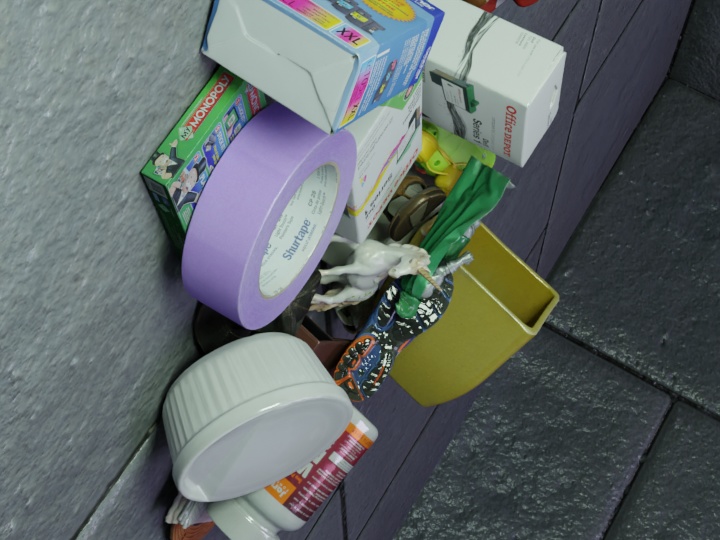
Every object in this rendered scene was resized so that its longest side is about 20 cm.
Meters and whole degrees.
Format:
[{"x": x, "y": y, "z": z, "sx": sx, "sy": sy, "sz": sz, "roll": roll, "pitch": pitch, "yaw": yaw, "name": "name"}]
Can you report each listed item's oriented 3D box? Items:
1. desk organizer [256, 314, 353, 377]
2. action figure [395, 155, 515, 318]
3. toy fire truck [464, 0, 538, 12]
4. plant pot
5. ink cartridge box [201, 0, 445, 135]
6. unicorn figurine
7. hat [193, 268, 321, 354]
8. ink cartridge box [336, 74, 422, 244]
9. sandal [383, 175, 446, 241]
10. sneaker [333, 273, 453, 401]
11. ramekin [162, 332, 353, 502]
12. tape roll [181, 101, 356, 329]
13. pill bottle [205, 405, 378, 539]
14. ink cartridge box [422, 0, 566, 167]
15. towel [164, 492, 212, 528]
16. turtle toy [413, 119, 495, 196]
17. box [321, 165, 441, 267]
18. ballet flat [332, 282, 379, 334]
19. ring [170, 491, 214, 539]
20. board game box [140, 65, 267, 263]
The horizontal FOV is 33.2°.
[{"x": -0.068, "y": 0.094, "z": 1.463, "sx": 0.077, "sy": 0.072, "sz": 0.200, "roll": -50, "pitch": 167, "yaw": 7, "name": "desk organizer"}, {"x": 0.101, "y": -0.030, "z": 1.402, "sx": 0.201, "sy": 0.054, "sz": 0.118, "roll": -55, "pitch": -161, "yaw": 5, "name": "action figure"}, {"x": 0.128, "y": -0.345, "z": 1.360, "sx": 0.167, "sy": 0.113, "sz": 0.200, "roll": -36, "pitch": 162, "yaw": -3, "name": "toy fire truck"}, {"x": 0.115, "y": 0.061, "z": 1.600, "sx": 0.201, "sy": 0.195, "sz": 0.194, "roll": -49, "pitch": 174, "yaw": 23, "name": "plant pot"}, {"x": -0.021, "y": -0.203, "z": 1.006, "sx": 0.200, "sy": 0.135, "sz": 0.077, "roll": -39, "pitch": 159, "yaw": -56, "name": "ink cartridge box"}, {"x": 0.000, "y": 0.000, "z": 1.388, "sx": 0.200, "sy": 0.135, "sz": 0.075, "roll": 147, "pitch": -58, "yaw": -75, "name": "unicorn figurine"}, {"x": -0.090, "y": 0.027, "z": 1.279, "sx": 0.202, "sy": 0.080, "sz": 0.202, "roll": -54, "pitch": 163, "yaw": -25, "name": "hat"}, {"x": -0.002, "y": -0.141, "z": 1.279, "sx": 0.146, "sy": 0.083, "sz": 0.201, "roll": -57, "pitch": 165, "yaw": -18, "name": "ink cartridge box"}, {"x": 0.059, "y": -0.083, "z": 1.403, "sx": 0.082, "sy": 0.055, "sz": 0.200, "roll": -42, "pitch": -179, "yaw": 13, "name": "sandal"}, {"x": 0.036, "y": 0.067, "z": 1.476, "sx": 0.200, "sy": 0.075, "sz": 0.078, "roll": -47, "pitch": -174, "yaw": -1, "name": "sneaker"}, {"x": -0.115, "y": 0.148, "z": 1.256, "sx": 0.200, "sy": 0.095, "sz": 0.203, "roll": -24, "pitch": 154, "yaw": -12, "name": "ramekin"}, {"x": -0.080, "y": -0.050, "z": 1.103, "sx": 0.201, "sy": 0.065, "sz": 0.201, "roll": -55, "pitch": 163, "yaw": -26, "name": "tape roll"}, {"x": -0.080, "y": 0.226, "z": 1.388, "sx": 0.200, "sy": 0.109, "sz": 0.110, "roll": -49, "pitch": 164, "yaw": -5, "name": "pill bottle"}, {"x": 0.113, "y": -0.214, "z": 1.311, "sx": 0.085, "sy": 0.198, "sz": 0.146, "roll": -57, "pitch": 164, "yaw": -16, "name": "ink cartridge box"}, {"x": -0.144, "y": 0.212, "z": 1.447, "sx": 0.202, "sy": 0.032, "sz": 0.191, "roll": -62, "pitch": 165, "yaw": 2, "name": "towel"}, {"x": 0.110, "y": -0.170, "z": 1.522, "sx": 0.147, "sy": 0.100, "sz": 0.200, "roll": -57, "pitch": 133, "yaw": -14, "name": "turtle toy"}, {"x": 0.032, "y": -0.064, "z": 1.536, "sx": 0.200, "sy": 0.081, "sz": 0.069, "roll": -41, "pitch": 157, "yaw": -51, "name": "box"}, {"x": -0.006, "y": 0.032, "z": 1.620, "sx": 0.071, "sy": 0.070, "sz": 0.201, "roll": -56, "pitch": 163, "yaw": -21, "name": "ballet flat"}, {"x": -0.179, "y": 0.254, "z": 1.498, "sx": 0.202, "sy": 0.019, "sz": 0.201, "roll": -55, "pitch": 164, "yaw": -24, "name": "ring"}, {"x": -0.125, "y": -0.084, "z": 1.072, "sx": 0.136, "sy": 0.029, "sz": 0.201, "roll": -58, "pitch": 164, "yaw": -20, "name": "board game box"}]
